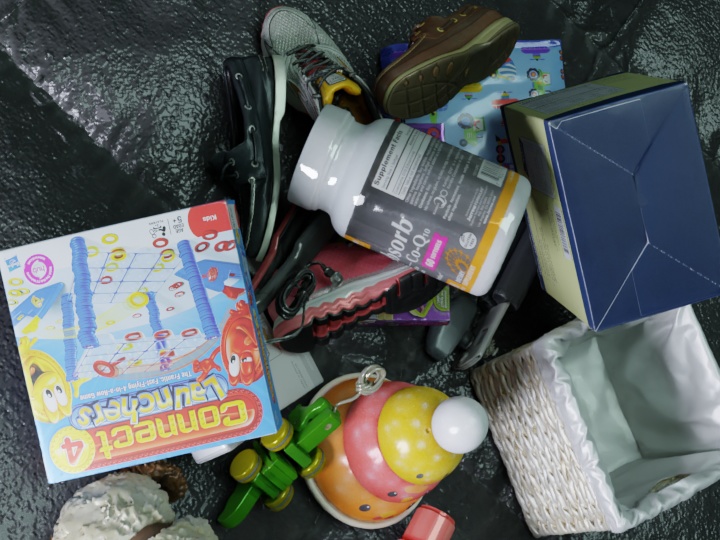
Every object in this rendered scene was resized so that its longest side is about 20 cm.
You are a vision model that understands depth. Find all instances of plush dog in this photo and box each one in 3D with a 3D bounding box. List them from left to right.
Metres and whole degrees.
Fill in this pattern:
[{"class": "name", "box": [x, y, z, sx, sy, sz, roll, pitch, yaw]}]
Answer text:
[{"class": "plush dog", "box": [-0.180, 0.245, 1.230, 0.171, 0.161, 0.200, 39, 55, 15]}]

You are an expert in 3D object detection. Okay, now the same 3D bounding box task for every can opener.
[{"class": "can opener", "box": [0.138, 0.018, 1.519, 0.066, 0.053, 0.201, 43, 59, -13]}]

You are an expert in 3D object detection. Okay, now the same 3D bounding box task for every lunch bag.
[{"class": "lunch bag", "box": [0.107, -0.157, 1.539, 0.198, 0.094, 0.152, 1, 78, -20]}]

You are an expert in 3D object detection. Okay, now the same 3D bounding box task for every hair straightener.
[{"class": "hair straightener", "box": [-0.055, -0.003, 1.342, 0.076, 0.041, 0.200, 14, 44, 20]}]

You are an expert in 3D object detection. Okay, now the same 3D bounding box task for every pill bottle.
[{"class": "pill bottle", "box": [0.043, -0.066, 1.331, 0.199, 0.117, 0.117, 23, 64, 2]}]

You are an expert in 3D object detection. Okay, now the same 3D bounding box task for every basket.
[{"class": "basket", "box": [0.242, 0.139, 1.484, 0.197, 0.161, 0.201, -21, 89, -33]}]

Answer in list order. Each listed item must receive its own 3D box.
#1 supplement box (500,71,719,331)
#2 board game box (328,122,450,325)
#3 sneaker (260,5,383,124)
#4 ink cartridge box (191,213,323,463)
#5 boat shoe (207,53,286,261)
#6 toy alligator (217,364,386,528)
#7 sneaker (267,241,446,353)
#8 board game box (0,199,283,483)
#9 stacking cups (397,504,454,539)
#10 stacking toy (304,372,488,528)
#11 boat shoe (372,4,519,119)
[{"class": "supplement box", "box": [0.236, -0.073, 1.417, 0.133, 0.200, 0.202, -15, 102, -4]}, {"class": "board game box", "box": [0.026, -0.046, 1.459, 0.119, 0.032, 0.202, 0, 75, 0]}, {"class": "sneaker", "box": [-0.028, -0.179, 1.436, 0.078, 0.082, 0.201, -31, 74, -15]}, {"class": "ink cartridge box", "box": [-0.134, 0.051, 1.356, 0.201, 0.045, 0.176, 63, 31, -2]}, {"class": "boat shoe", "box": [-0.110, -0.109, 1.398, 0.066, 0.074, 0.201, 7, 81, -16]}, {"class": "toy alligator", "box": [-0.058, 0.148, 1.337, 0.200, 0.054, 0.059, -45, 123, 0]}, {"class": "sneaker", "box": [0.000, 0.000, 1.396, 0.199, 0.074, 0.087, -21, 65, -14]}, {"class": "board game box", "box": [-0.182, 0.058, 1.244, 0.198, 0.056, 0.198, -13, 91, 1]}, {"class": "stacking cups", "box": [0.029, 0.309, 1.352, 0.060, 0.060, 0.201, 35, 71, -18]}, {"class": "stacking toy", "box": [0.045, 0.150, 1.340, 0.145, 0.200, 0.148, 9, 72, -28]}, {"class": "boat shoe", "box": [0.074, -0.208, 1.462, 0.067, 0.072, 0.200, 39, 47, 20]}]
